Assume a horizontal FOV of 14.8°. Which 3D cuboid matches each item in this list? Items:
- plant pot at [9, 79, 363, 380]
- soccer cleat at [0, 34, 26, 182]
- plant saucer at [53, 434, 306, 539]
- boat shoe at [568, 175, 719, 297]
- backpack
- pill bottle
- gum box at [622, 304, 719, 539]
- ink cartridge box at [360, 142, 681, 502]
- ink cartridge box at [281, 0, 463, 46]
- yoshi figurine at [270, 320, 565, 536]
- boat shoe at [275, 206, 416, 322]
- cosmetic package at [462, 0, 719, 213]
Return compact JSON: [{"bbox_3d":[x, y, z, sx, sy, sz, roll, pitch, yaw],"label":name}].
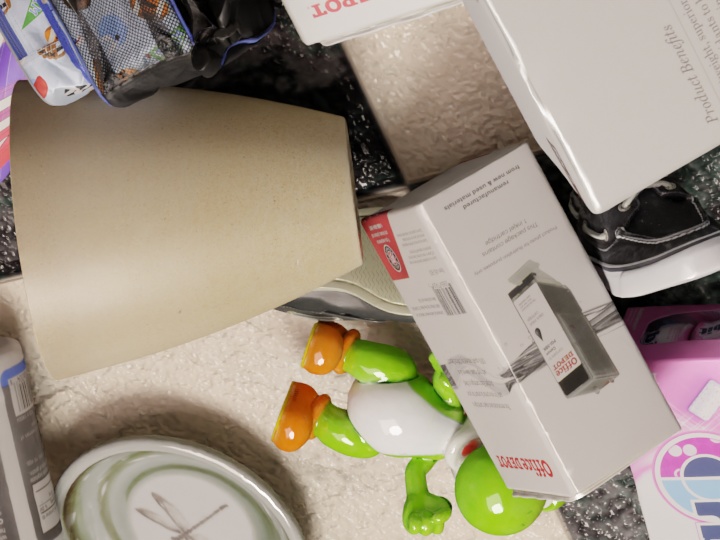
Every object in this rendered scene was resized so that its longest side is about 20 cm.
[{"bbox_3d":[-0.102,-0.038,1.721,0.199,0.187,0.188,-8,122,2],"label":"plant pot"},{"bbox_3d":[-0.209,-0.124,1.793,0.073,0.068,0.200,22,126,0],"label":"soccer cleat"},{"bbox_3d":[-0.123,0.189,1.982,0.199,0.050,0.201,10,127,14],"label":"plant saucer"},{"bbox_3d":[0.169,-0.029,1.650,0.072,0.200,0.068,-19,97,-8],"label":"boat shoe"},{"bbox_3d":[-0.146,-0.199,1.645,0.154,0.200,0.191,-20,99,12],"label":"backpack"},{"bbox_3d":[-0.272,0.156,1.941,0.113,0.114,0.201,-7,100,25],"label":"pill bottle"},{"bbox_3d":[0.235,0.112,1.780,0.113,0.066,0.200,-4,121,24],"label":"gum box"},{"bbox_3d":[0.096,0.033,1.696,0.200,0.083,0.147,61,167,-5],"label":"ink cartridge box"},{"bbox_3d":[-0.003,-0.248,1.614,0.145,0.083,0.200,-15,117,28],"label":"ink cartridge box"},{"bbox_3d":[0.046,0.111,1.806,0.199,0.112,0.112,22,152,-1],"label":"yoshi figurine"},{"bbox_3d":[0.000,0.000,1.809,0.199,0.072,0.068,4,163,10],"label":"boat shoe"},{"bbox_3d":[0.160,-0.167,1.510,0.200,0.165,0.165,-29,111,2],"label":"cosmetic package"}]
